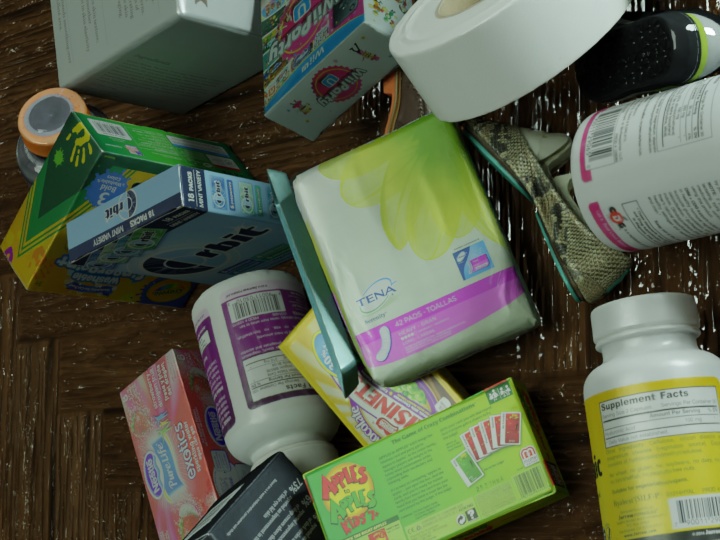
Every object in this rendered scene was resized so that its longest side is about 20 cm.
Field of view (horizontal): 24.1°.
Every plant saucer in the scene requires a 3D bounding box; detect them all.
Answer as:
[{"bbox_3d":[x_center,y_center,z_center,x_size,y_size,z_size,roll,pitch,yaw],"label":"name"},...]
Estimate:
[{"bbox_3d":[-0.040,0.009,1.457,0.019,0.070,0.201,-19,68,-6],"label":"plant saucer"}]

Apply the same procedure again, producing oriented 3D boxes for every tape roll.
[{"bbox_3d":[0.122,-0.210,1.360,0.202,0.071,0.203,-33,19,13],"label":"tape roll"}]

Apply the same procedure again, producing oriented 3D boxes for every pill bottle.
[{"bbox_3d":[-0.082,0.111,1.564,0.112,0.112,0.201,-35,60,35],"label":"pill bottle"},{"bbox_3d":[0.227,0.123,1.261,0.111,0.111,0.202,-19,70,41],"label":"pill bottle"},{"bbox_3d":[-0.289,-0.099,1.727,0.105,0.201,0.107,-4,58,7],"label":"pill bottle"},{"bbox_3d":[0.266,-0.086,1.251,0.199,0.113,0.114,-13,75,42],"label":"pill bottle"}]

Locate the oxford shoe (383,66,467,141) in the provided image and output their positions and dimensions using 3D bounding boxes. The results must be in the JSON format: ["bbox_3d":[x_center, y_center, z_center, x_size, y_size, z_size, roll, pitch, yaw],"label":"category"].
[{"bbox_3d":[0.065,-0.122,1.485,0.073,0.071,0.202,-17,72,37],"label":"oxford shoe"}]

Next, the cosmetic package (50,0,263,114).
[{"bbox_3d":[-0.189,-0.277,1.689,0.199,0.166,0.169,-22,70,41],"label":"cosmetic package"}]

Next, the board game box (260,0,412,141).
[{"bbox_3d":[-0.024,-0.243,1.554,0.147,0.064,0.201,-38,41,35],"label":"board game box"}]

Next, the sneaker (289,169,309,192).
[{"bbox_3d":[0.000,0.000,1.537,0.074,0.079,0.201,-27,80,19],"label":"sneaker"}]

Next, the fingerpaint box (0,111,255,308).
[{"bbox_3d":[-0.228,-0.055,1.670,0.073,0.199,0.167,50,117,36],"label":"fingerpaint box"}]

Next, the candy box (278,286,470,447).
[{"bbox_3d":[0.024,0.104,1.473,0.200,0.026,0.102,48,113,17],"label":"candy box"}]

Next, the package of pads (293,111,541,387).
[{"bbox_3d":[0.044,-0.016,1.422,0.153,0.068,0.201,-23,82,9],"label":"package of pads"}]

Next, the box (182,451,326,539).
[{"bbox_3d":[-0.063,0.283,1.438,0.200,0.148,0.104,49,123,-1],"label":"box"}]

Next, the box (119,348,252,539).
[{"bbox_3d":[-0.146,0.186,1.623,0.095,0.102,0.201,-38,60,34],"label":"box"}]

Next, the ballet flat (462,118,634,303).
[{"bbox_3d":[0.163,-0.065,1.393,0.075,0.068,0.201,-37,62,10],"label":"ballet flat"}]

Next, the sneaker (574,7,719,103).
[{"bbox_3d":[0.237,-0.170,1.329,0.200,0.082,0.072,-159,61,-68],"label":"sneaker"}]

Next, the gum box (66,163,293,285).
[{"bbox_3d":[-0.147,-0.038,1.588,0.169,0.199,0.045,-22,69,41],"label":"gum box"}]

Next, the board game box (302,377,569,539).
[{"bbox_3d":[0.061,0.179,1.401,0.199,0.048,0.102,-26,70,14],"label":"board game box"}]
